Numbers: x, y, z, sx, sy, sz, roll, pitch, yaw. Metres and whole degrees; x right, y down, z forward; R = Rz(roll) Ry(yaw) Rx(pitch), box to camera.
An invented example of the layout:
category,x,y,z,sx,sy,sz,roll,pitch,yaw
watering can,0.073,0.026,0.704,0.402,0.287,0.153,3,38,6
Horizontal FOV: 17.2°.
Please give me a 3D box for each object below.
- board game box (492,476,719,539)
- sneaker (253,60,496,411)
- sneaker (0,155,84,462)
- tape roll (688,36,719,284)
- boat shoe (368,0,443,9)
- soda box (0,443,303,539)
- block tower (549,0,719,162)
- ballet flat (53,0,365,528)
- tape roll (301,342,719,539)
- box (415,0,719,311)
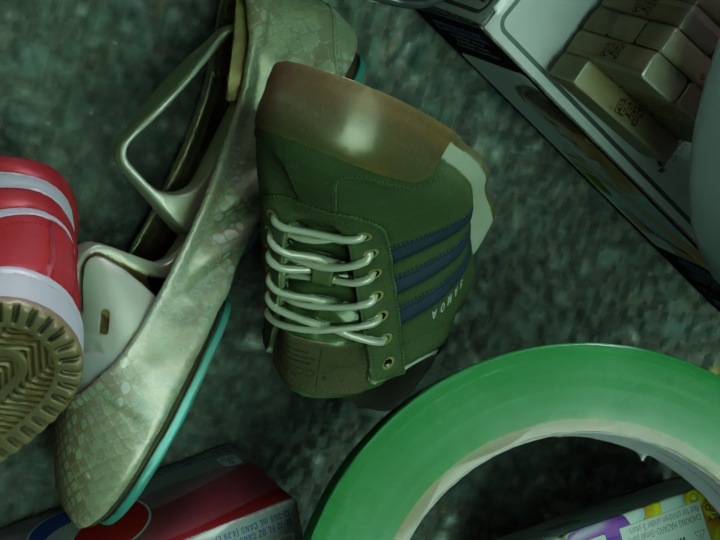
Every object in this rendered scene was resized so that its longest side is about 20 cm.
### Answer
category,x,y,z,sx,sy,sz,roll,pitch,yaw
board game box,0.129,0.185,0.904,0.103,0.105,0.201,-16,86,-21
sneaker,0.000,0.000,0.788,0.067,0.200,0.090,19,84,14
sneaker,-0.170,0.036,0.788,0.199,0.113,0.071,-30,122,19
tape roll,0.198,-0.067,0.813,0.200,0.066,0.201,-33,138,-35
boat shoe,-0.040,-0.149,0.779,0.199,0.063,0.073,28,119,-31
soda box,-0.116,0.132,0.835,0.199,0.063,0.070,-20,113,-20
block tower,0.151,-0.130,0.825,0.054,0.058,0.200,37,86,-29
ballet flat,-0.069,-0.011,0.821,0.062,0.067,0.201,31,80,-23
tape roll,0.074,0.126,0.818,0.199,0.048,0.202,0,85,-4
box,0.128,-0.078,0.894,0.200,0.060,0.117,41,85,-29
